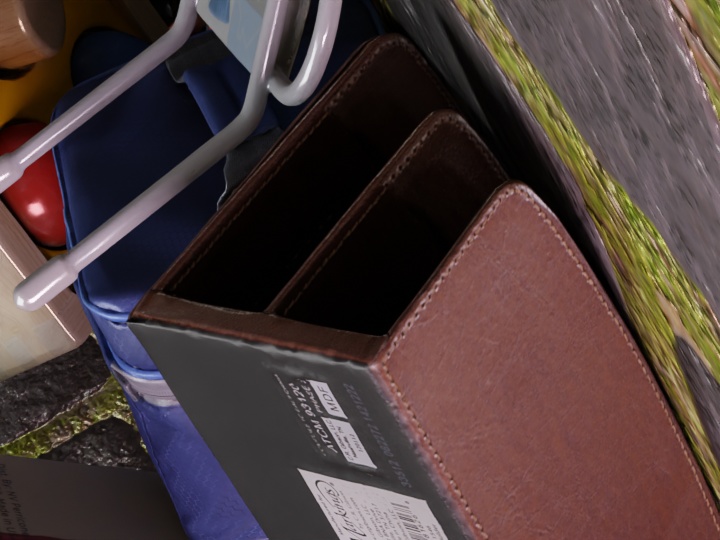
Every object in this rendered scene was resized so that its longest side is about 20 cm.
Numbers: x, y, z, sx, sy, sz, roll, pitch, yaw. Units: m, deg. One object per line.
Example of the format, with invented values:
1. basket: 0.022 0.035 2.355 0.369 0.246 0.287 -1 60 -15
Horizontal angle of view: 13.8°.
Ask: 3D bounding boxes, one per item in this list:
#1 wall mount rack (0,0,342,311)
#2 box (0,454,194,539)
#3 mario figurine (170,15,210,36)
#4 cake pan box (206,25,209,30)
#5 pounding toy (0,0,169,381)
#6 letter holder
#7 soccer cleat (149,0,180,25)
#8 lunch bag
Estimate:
1. wall mount rack: -0.068 -0.082 0.969 0.200 0.074 0.174 -127 50 -67
2. box: -0.088 0.148 1.030 0.109 0.199 0.128 -122 45 -58
3. mario figurine: -0.065 -0.099 1.361 0.200 0.123 0.106 48 -163 -19
4. cake pan box: -0.098 -0.182 1.499 0.185 0.052 0.200 60 178 33
5. pounding toy: -0.156 -0.074 1.114 0.200 0.142 0.184 54 -143 -18
6. letter holder: 0.047 0.042 0.907 0.100 0.142 0.200 9 140 43
7. soccer cleat: -0.153 -0.117 1.276 0.068 0.199 0.073 39 -132 -37
8. lunch bag: -0.029 -0.005 1.022 0.200 0.135 0.133 -115 1 -60
